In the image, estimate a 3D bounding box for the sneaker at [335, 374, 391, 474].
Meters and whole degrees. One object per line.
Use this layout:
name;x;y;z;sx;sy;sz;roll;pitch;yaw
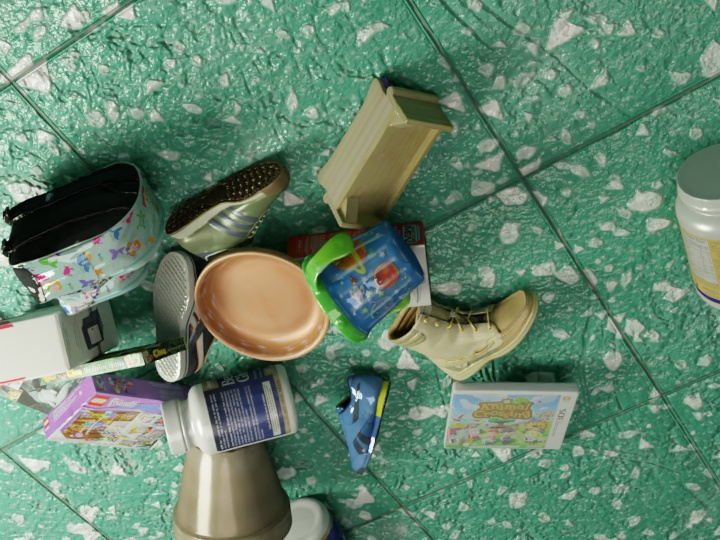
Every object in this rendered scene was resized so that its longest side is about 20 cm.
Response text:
sneaker;-0.004;0.246;1.805;0.078;0.066;0.201;13;127;4

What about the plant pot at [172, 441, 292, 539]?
plant pot;-0.213;0.343;1.813;0.198;0.200;0.175;-1;111;0

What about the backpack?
backpack;-0.360;-0.049;1.498;0.199;0.178;0.151;-27;128;7

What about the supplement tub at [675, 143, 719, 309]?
supplement tub;0.512;-0.058;1.517;0.144;0.146;0.201;-17;126;12

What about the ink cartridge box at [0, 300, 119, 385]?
ink cartridge box;-0.452;0.100;1.592;0.143;0.200;0.085;-12;94;8

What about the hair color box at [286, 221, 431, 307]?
hair color box;0.000;0.000;1.610;0.198;0.064;0.112;-5;127;5

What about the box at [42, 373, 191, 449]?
box;-0.375;0.223;1.741;0.137;0.039;0.199;-41;145;26

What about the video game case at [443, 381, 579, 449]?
video game case;0.240;0.237;1.795;0.198;0.022;0.183;1;142;-1

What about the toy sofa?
toy sofa;0.029;-0.155;1.489;0.082;0.098;0.201;5;132;-36

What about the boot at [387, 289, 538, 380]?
boot;0.152;0.073;1.660;0.155;0.073;0.200;30;128;-27

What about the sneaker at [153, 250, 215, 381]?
sneaker;-0.259;0.061;1.651;0.078;0.079;0.202;22;115;33

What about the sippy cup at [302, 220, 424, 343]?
sippy cup;0.011;0.007;1.503;0.130;0.178;0.140;-34;92;10

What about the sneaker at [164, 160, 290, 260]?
sneaker;-0.169;-0.078;1.551;0.199;0.067;0.090;-26;132;18

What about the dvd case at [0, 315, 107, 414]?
dvd case;-0.515;0.158;1.753;0.199;0.022;0.146;27;123;-18

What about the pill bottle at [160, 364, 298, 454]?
pill bottle;-0.203;0.221;1.720;0.198;0.111;0.112;-13;129;-10

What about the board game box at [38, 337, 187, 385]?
board game box;-0.360;0.132;1.611;0.198;0.105;0.024;-12;96;27

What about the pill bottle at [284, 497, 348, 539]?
pill bottle;-0.072;0.506;1.968;0.115;0.116;0.201;-19;126;13

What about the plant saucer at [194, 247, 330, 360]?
plant saucer;-0.138;0.044;1.591;0.198;0.038;0.202;6;129;7
